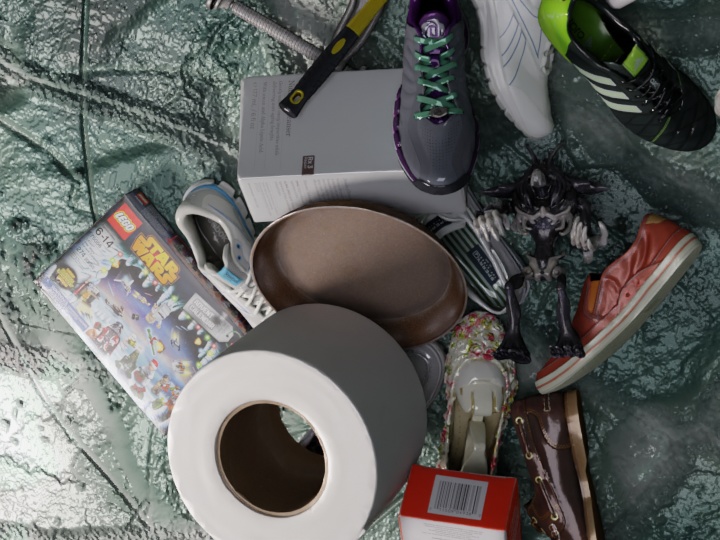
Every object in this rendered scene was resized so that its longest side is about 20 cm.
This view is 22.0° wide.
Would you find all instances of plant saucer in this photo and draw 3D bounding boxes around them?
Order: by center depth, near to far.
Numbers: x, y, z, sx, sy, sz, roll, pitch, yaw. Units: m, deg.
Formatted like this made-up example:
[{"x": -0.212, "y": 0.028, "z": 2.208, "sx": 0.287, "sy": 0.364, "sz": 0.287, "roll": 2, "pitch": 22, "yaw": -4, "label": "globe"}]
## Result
[{"x": 0.000, "y": 0.000, "z": 1.664, "sx": 0.198, "sy": 0.032, "sz": 0.201, "roll": 8, "pitch": 141, "yaw": 6, "label": "plant saucer"}]

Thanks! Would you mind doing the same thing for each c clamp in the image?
[{"x": -0.065, "y": -0.238, "z": 1.691, "sx": 0.199, "sy": 0.027, "sz": 0.171, "roll": 36, "pitch": 110, "yaw": 3, "label": "c clamp"}]

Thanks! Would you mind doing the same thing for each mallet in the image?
[{"x": -0.010, "y": -0.222, "z": 1.631, "sx": 0.200, "sy": 0.041, "sz": 0.066, "roll": -44, "pitch": 84, "yaw": -10, "label": "mallet"}]

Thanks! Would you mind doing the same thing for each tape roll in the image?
[{"x": -0.054, "y": 0.145, "z": 1.655, "sx": 0.201, "sy": 0.139, "sz": 0.205, "roll": 6, "pitch": 108, "yaw": 19, "label": "tape roll"}]

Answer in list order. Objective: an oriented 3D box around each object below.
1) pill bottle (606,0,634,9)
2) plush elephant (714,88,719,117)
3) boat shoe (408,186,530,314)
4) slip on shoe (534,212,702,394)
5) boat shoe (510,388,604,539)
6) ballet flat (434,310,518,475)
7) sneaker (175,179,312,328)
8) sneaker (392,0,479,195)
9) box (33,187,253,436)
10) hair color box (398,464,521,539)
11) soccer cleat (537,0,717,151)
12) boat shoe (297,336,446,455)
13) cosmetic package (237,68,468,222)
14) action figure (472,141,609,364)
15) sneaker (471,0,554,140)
[{"x": 0.209, "y": -0.332, "z": 1.549, "sx": 0.113, "sy": 0.113, "sz": 0.201, "roll": -30, "pitch": 95, "yaw": 20, "label": "pill bottle"}, {"x": 0.380, "y": -0.180, "z": 1.527, "sx": 0.163, "sy": 0.201, "sz": 0.156, "roll": 22, "pitch": 127, "yaw": 1, "label": "plush elephant"}, {"x": 0.078, "y": -0.043, "z": 1.682, "sx": 0.200, "sy": 0.067, "sz": 0.074, "roll": 43, "pitch": 110, "yaw": 1, "label": "boat shoe"}, {"x": 0.222, "y": 0.032, "z": 1.666, "sx": 0.061, "sy": 0.074, "sz": 0.200, "roll": 44, "pitch": 108, "yaw": 16, "label": "slip on shoe"}, {"x": 0.186, "y": 0.210, "z": 1.718, "sx": 0.070, "sy": 0.070, "sz": 0.202, "roll": -11, "pitch": 93, "yaw": 10, "label": "boat shoe"}, {"x": 0.110, "y": 0.140, "z": 1.721, "sx": 0.075, "sy": 0.064, "sz": 0.202, "roll": 2, "pitch": 106, "yaw": -4, "label": "ballet flat"}, {"x": -0.108, "y": 0.009, "z": 1.735, "sx": 0.075, "sy": 0.087, "sz": 0.200, "roll": -40, "pitch": 93, "yaw": 18, "label": "sneaker"}, {"x": 0.058, "y": -0.164, "z": 1.563, "sx": 0.074, "sy": 0.088, "sz": 0.202, "roll": -6, "pitch": 59, "yaw": 6, "label": "sneaker"}, {"x": -0.202, "y": 0.041, "z": 1.792, "sx": 0.137, "sy": 0.040, "sz": 0.200, "roll": -41, "pitch": 91, "yaw": 19, "label": "box"}, {"x": 0.096, "y": 0.265, "z": 1.707, "sx": 0.100, "sy": 0.062, "sz": 0.201, "roll": 7, "pitch": 139, "yaw": 12, "label": "hair color box"}, {"x": 0.232, "y": -0.167, "z": 1.581, "sx": 0.200, "sy": 0.081, "sz": 0.068, "roll": 39, "pitch": 89, "yaw": -16, "label": "soccer cleat"}, {"x": 0.000, "y": 0.138, "z": 1.747, "sx": 0.199, "sy": 0.069, "sz": 0.072, "roll": -38, "pitch": 92, "yaw": 20, "label": "boat shoe"}, {"x": -0.004, "y": -0.112, "z": 1.642, "sx": 0.198, "sy": 0.081, "sz": 0.114, "roll": -5, "pitch": 61, "yaw": 9, "label": "cosmetic package"}, {"x": 0.160, "y": -0.024, "z": 1.620, "sx": 0.118, "sy": 0.102, "sz": 0.202, "roll": -1, "pitch": 78, "yaw": 8, "label": "action figure"}, {"x": 0.142, "y": -0.214, "z": 1.621, "sx": 0.086, "sy": 0.075, "sz": 0.202, "roll": -13, "pitch": 101, "yaw": 11, "label": "sneaker"}]
